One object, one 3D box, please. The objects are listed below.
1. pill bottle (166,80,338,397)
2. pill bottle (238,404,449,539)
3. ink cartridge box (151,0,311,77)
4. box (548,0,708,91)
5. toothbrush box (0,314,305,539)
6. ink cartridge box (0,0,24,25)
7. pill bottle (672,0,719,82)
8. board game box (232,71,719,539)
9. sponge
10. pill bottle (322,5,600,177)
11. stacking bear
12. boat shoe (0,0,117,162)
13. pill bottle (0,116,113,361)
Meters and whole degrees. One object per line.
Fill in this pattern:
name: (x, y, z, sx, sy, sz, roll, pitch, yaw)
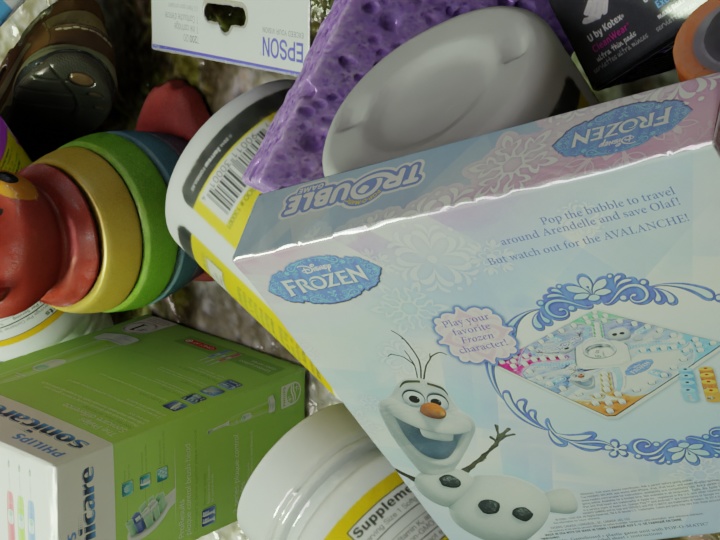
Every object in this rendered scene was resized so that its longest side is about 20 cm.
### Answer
pill bottle: (0.000, 0.000, 0.912, 0.200, 0.114, 0.115, 43, 127, 25)
pill bottle: (0.034, 0.169, 0.929, 0.200, 0.114, 0.115, 40, 126, 27)
ink cartridge box: (-0.063, -0.212, 0.933, 0.198, 0.043, 0.201, 21, 116, 57)
box: (0.124, -0.196, 0.748, 0.106, 0.122, 0.201, -33, 81, 42)
toothbrush box: (-0.150, 0.103, 1.028, 0.145, 0.200, 0.086, 15, 111, 38)
ink cartridge box: (-0.195, -0.204, 1.004, 0.067, 0.200, 0.116, 43, 163, -13)
pill bottle: (0.183, -0.020, 0.699, 0.106, 0.106, 0.200, 14, 143, 39)
board game box: (0.085, 0.030, 0.677, 0.199, 0.043, 0.199, -12, 131, 31)
sponge: (0.039, -0.103, 0.808, 0.201, 0.111, 0.030, -63, 19, -4)
pill bottle: (0.081, -0.006, 0.759, 0.114, 0.115, 0.200, -5, 134, 43)
stacking bear: (-0.160, -0.027, 0.999, 0.121, 0.200, 0.114, 39, 125, 27)
boat shoe: (-0.205, -0.107, 1.116, 0.200, 0.075, 0.074, -36, 45, 50)
pill bottle: (-0.231, -0.014, 1.084, 0.104, 0.104, 0.200, 18, 150, 37)
